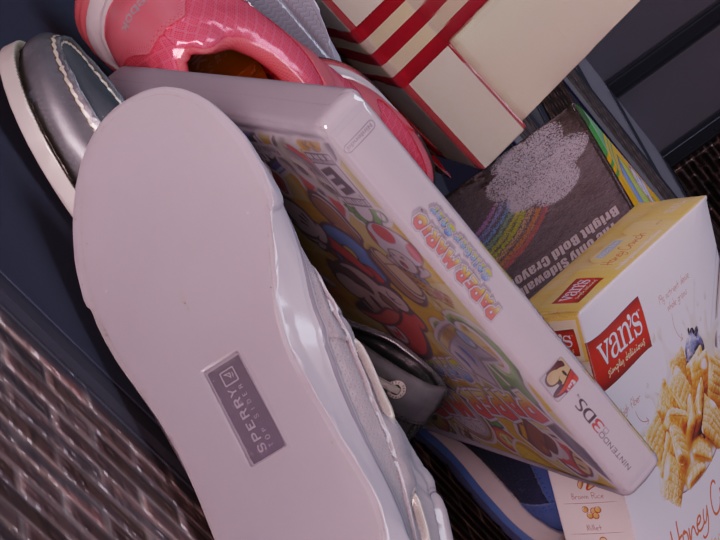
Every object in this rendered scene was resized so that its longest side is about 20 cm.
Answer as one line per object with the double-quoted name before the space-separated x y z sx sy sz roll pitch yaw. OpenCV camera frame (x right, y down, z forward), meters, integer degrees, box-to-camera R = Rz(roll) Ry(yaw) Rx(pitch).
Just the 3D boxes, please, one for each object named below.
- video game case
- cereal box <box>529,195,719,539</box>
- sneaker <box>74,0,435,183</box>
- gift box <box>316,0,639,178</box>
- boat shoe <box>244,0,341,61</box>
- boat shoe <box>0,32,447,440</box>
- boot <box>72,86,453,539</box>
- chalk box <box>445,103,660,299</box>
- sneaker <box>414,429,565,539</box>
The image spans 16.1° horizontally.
"video game case" 0.000 0.000 0.939 0.182 0.023 0.200 49 -17 -24
"cereal box" 0.131 0.084 1.103 0.144 0.039 0.200 -39 118 -54
"sneaker" -0.034 -0.056 1.045 0.200 0.074 0.087 35 10 -41
"gift box" 0.038 -0.161 1.400 0.185 0.187 0.200 46 -6 -11
"boat shoe" -0.035 -0.070 1.164 0.200 0.072 0.062 56 -14 -8
"boat shoe" -0.047 -0.011 0.896 0.200 0.062 0.073 52 14 -7
"boot" -0.029 0.040 0.833 0.200 0.073 0.096 68 10 24
"chalk box" 0.123 0.037 1.319 0.124 0.124 0.200 45 15 -39
"sneaker" 0.054 0.041 1.120 0.200 0.082 0.074 45 16 -35
